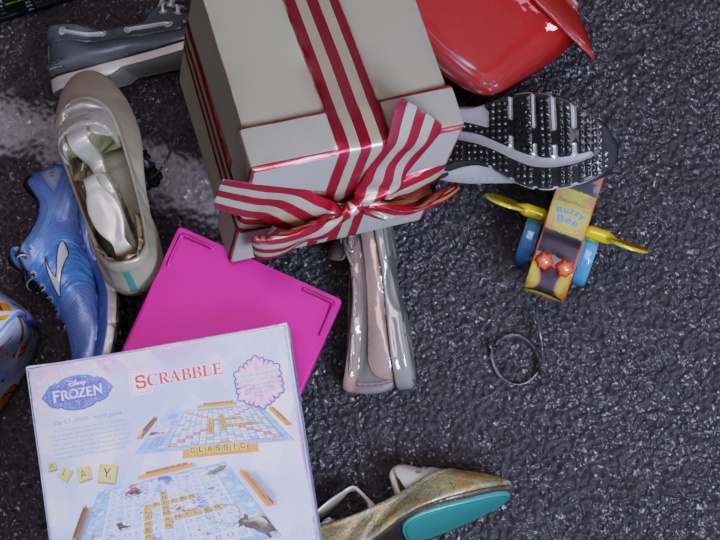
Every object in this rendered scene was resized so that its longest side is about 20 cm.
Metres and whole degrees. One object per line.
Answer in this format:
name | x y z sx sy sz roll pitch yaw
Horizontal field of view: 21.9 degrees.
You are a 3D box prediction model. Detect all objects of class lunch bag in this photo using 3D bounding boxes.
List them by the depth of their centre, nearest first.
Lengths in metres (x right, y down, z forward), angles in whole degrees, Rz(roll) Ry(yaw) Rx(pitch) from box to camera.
lunch bag | -0.330 0.093 1.443 0.075 0.160 0.201 33 83 6

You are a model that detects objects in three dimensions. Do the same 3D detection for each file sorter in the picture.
file sorter | -0.115 0.095 1.457 0.138 0.125 0.202 24 82 5

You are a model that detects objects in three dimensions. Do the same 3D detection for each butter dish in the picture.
butter dish | 0.079 -0.206 1.482 0.148 0.199 0.200 -43 91 10

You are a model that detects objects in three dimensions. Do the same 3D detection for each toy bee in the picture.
toy bee | 0.165 -0.017 1.484 0.129 0.109 0.203 -2 79 0

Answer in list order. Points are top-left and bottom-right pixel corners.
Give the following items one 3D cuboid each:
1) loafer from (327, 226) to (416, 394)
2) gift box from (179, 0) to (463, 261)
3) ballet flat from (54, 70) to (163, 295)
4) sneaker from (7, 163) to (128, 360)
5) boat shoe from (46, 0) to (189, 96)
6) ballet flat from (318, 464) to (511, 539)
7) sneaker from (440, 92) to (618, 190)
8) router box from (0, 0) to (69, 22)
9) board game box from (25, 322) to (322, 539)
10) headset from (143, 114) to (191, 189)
loafer | 0.000 0.000 1.505 0.062 0.072 0.202 -10 83 6
gift box | -0.037 -0.118 1.364 0.183 0.200 0.189 -15 72 -11
ballet flat | -0.201 -0.078 1.452 0.069 0.070 0.202 -20 69 -3
sneaker | -0.236 0.009 1.501 0.088 0.079 0.202 -8 72 -4
boat shoe | -0.166 -0.198 1.538 0.198 0.073 0.062 -16 84 3
ballet flat | 0.021 0.192 1.474 0.198 0.071 0.071 -26 81 -4
sneaker | 0.113 -0.102 1.472 0.198 0.080 0.075 7 92 28
router box | -0.261 -0.306 1.561 0.198 0.062 0.151 -18 79 -3
board game box | -0.133 0.154 1.363 0.197 0.041 0.202 -9 81 0
headset | -0.092 -0.119 1.511 0.198 0.094 0.125 -22 73 -3
